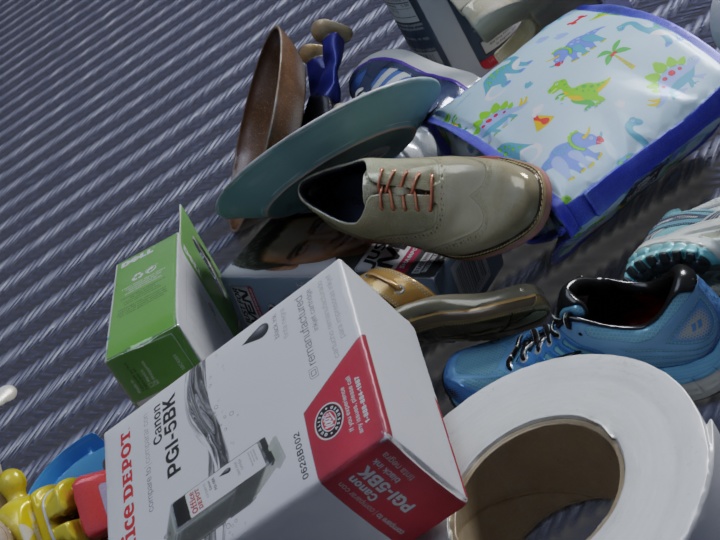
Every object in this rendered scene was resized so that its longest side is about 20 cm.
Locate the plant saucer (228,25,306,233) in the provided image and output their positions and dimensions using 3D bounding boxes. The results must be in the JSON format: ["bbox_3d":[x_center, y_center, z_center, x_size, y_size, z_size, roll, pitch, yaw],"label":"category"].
[{"bbox_3d":[-0.088,-0.133,1.217,0.200,0.036,0.204,-169,90,-76],"label":"plant saucer"}]

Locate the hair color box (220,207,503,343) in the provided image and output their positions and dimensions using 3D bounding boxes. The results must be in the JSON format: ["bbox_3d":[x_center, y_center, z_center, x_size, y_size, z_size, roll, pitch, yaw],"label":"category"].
[{"bbox_3d":[0.000,0.000,0.975,0.197,0.061,0.099,0,35,34],"label":"hair color box"}]

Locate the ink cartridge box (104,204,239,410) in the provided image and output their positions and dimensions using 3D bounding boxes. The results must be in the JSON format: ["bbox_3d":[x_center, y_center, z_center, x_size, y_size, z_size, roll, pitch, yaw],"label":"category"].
[{"bbox_3d":[-0.136,0.044,0.940,0.059,0.105,0.201,-26,28,6],"label":"ink cartridge box"}]

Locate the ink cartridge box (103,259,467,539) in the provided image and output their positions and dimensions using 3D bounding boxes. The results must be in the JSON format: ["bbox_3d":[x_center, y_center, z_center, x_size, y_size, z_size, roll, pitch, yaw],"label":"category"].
[{"bbox_3d":[-0.053,0.114,0.732,0.199,0.083,0.148,-36,39,16],"label":"ink cartridge box"}]

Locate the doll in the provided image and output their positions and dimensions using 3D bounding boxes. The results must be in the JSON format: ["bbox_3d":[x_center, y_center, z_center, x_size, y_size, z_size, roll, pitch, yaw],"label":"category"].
[{"bbox_3d":[-0.040,-0.132,1.200,0.137,0.048,0.203,127,151,-59],"label":"doll"}]

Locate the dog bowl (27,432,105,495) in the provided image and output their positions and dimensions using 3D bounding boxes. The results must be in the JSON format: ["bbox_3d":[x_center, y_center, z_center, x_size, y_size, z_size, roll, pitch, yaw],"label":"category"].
[{"bbox_3d":[-0.166,0.159,0.961,0.198,0.050,0.112,-28,31,10],"label":"dog bowl"}]

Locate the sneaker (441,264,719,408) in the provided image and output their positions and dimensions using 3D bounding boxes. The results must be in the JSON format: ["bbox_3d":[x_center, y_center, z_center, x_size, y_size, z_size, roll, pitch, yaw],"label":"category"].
[{"bbox_3d":[0.136,0.039,0.791,0.198,0.090,0.079,-18,34,28],"label":"sneaker"}]

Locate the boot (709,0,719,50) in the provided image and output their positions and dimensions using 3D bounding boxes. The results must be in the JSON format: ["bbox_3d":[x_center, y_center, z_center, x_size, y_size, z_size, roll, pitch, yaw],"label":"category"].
[{"bbox_3d":[0.362,-0.242,0.978,0.200,0.074,0.095,-46,25,-20],"label":"boot"}]

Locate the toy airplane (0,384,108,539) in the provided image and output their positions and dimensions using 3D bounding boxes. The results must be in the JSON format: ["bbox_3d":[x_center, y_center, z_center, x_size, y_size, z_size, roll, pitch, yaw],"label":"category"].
[{"bbox_3d":[-0.242,0.187,0.846,0.198,0.141,0.202,24,90,18],"label":"toy airplane"}]

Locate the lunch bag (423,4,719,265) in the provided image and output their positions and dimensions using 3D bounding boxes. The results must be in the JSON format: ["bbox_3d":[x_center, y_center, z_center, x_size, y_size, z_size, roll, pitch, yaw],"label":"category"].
[{"bbox_3d":[0.168,-0.101,0.922,0.169,0.128,0.200,-38,20,-7],"label":"lunch bag"}]

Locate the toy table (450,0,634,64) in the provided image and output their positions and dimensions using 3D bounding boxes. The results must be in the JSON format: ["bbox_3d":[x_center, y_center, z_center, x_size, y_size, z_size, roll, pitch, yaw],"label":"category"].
[{"bbox_3d":[0.157,-0.227,1.084,0.117,0.200,0.185,-39,62,11],"label":"toy table"}]

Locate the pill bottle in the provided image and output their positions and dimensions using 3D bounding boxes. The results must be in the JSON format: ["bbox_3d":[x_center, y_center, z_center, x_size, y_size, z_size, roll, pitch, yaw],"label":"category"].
[{"bbox_3d":[0.075,-0.284,1.195,0.118,0.201,0.120,-24,32,16],"label":"pill bottle"}]

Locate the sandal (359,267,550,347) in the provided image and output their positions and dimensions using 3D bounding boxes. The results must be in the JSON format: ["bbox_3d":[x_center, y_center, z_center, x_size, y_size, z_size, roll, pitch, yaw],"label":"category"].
[{"bbox_3d":[0.029,0.024,0.855,0.196,0.080,0.055,-9,75,7],"label":"sandal"}]

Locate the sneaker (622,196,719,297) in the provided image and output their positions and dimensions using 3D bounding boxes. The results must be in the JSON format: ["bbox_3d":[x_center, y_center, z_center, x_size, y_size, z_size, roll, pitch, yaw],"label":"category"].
[{"bbox_3d":[0.261,-0.027,0.778,0.198,0.078,0.087,-9,35,37],"label":"sneaker"}]

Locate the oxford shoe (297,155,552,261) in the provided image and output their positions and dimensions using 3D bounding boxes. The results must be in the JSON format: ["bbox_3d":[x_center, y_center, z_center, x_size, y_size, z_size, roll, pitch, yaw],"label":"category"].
[{"bbox_3d":[0.040,-0.046,0.868,0.198,0.073,0.072,-3,82,43],"label":"oxford shoe"}]

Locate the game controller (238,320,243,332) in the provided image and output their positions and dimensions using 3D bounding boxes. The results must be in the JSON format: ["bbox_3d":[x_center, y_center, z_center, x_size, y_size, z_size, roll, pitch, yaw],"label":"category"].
[{"bbox_3d":[-0.072,0.064,1.023,0.103,0.043,0.199,-28,28,-19],"label":"game controller"}]

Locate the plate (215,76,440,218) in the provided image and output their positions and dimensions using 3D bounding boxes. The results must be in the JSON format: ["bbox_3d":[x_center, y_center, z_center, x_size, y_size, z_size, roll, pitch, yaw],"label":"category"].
[{"bbox_3d":[-0.020,-0.084,0.968,0.198,0.026,0.200,-29,-8,-5],"label":"plate"}]

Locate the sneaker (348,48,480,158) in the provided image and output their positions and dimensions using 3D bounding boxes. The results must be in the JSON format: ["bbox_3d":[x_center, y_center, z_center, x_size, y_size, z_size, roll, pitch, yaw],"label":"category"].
[{"bbox_3d":[0.018,-0.126,1.147,0.146,0.081,0.199,-43,36,-22],"label":"sneaker"}]

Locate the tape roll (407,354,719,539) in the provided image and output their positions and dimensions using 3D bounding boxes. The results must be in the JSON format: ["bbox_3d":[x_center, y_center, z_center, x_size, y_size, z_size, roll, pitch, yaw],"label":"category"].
[{"bbox_3d":[0.110,0.143,0.691,0.200,0.071,0.204,-25,31,16],"label":"tape roll"}]
